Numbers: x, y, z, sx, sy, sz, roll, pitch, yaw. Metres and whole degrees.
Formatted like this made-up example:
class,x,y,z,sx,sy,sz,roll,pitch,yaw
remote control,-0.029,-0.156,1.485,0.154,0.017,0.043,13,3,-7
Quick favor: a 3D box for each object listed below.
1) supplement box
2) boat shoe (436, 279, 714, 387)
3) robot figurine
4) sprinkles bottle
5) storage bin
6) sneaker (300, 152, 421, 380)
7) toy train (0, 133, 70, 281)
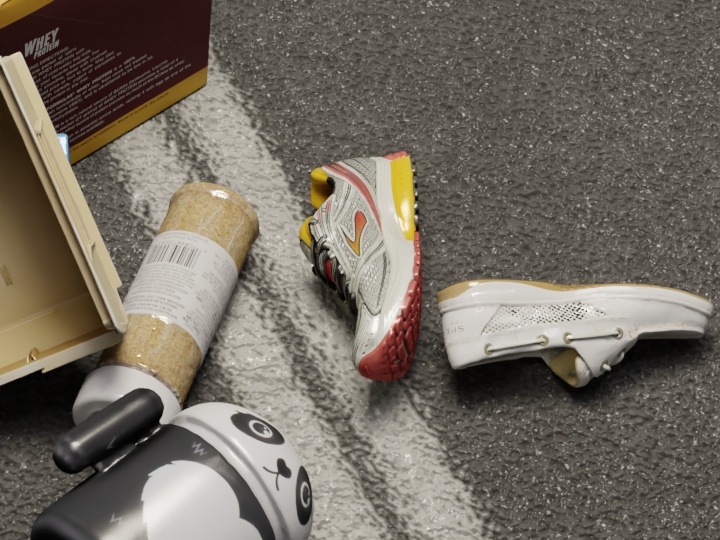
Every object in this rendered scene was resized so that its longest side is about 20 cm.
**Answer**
class,x,y,z,sx,sy,sz,roll,pitch,yaw
supplement box,-0.219,-0.195,1.655,0.197,0.200,0.133,-34,62,-29
boat shoe,0.148,0.046,1.596,0.199,0.071,0.070,1,77,-16
robot figurine,-0.119,0.166,1.421,0.125,0.151,0.200,32,54,34
sprinkles bottle,-0.128,0.032,1.567,0.068,0.068,0.200,16,51,6
storage bin,-0.272,-0.010,1.469,0.200,0.199,0.094,-22,11,3
sneaker,0.000,0.000,1.601,0.082,0.078,0.200,-1,41,-2
toy train,-0.282,-0.032,1.576,0.199,0.087,0.115,-3,69,-4
